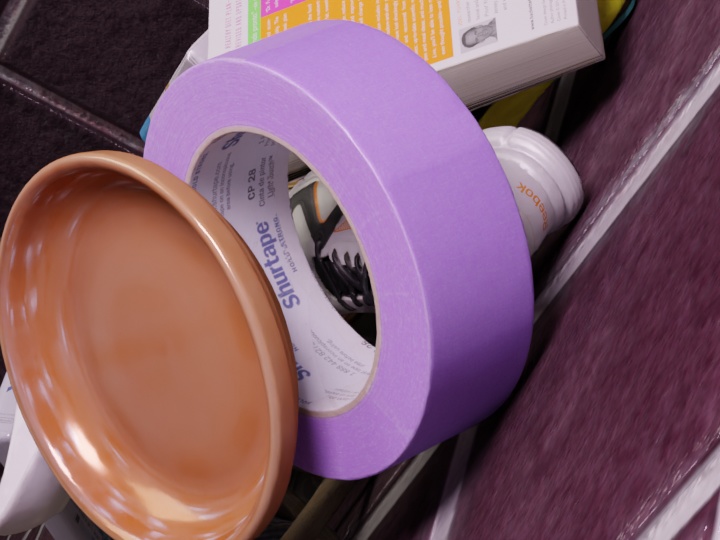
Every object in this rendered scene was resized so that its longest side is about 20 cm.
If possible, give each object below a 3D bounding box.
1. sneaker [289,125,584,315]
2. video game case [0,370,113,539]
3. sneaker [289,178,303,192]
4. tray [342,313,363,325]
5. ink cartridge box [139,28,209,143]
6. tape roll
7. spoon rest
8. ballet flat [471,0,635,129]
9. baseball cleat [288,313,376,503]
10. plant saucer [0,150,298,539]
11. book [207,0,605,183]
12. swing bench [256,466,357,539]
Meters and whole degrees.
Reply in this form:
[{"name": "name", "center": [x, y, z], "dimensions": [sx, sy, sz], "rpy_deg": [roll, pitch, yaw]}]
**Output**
[{"name": "sneaker", "center": [0.011, -0.012, 1.361], "dimensions": [0.200, 0.074, 0.080], "rpy_deg": [-20, 24, 45]}, {"name": "video game case", "center": [-0.149, 0.075, 1.676], "dimensions": [0.200, 0.022, 0.182], "rpy_deg": [64, -144, -50]}, {"name": "sneaker", "center": [-0.017, -0.056, 1.524], "dimensions": [0.200, 0.076, 0.088], "rpy_deg": [-48, -26, 16]}, {"name": "tray", "center": [0.000, 0.000, 1.539], "dimensions": [0.200, 0.037, 0.099], "rpy_deg": [-42, -3, -30]}, {"name": "ink cartridge box", "center": [-0.022, -0.104, 1.710], "dimensions": [0.147, 0.146, 0.200], "rpy_deg": [-46, 1, -16]}, {"name": "tape roll", "center": [-0.013, -0.009, 1.286], "dimensions": [0.066, 0.200, 0.200], "rpy_deg": [-25, -16, -34]}, {"name": "spoon rest", "center": [-0.161, 0.065, 1.532], "dimensions": [0.099, 0.061, 0.200], "rpy_deg": [-57, 6, 37]}, {"name": "ballet flat", "center": [0.058, -0.095, 1.448], "dimensions": [0.200, 0.067, 0.067], "rpy_deg": [-50, 38, -2]}, {"name": "baseball cleat", "center": [-0.047, 0.071, 1.625], "dimensions": [0.106, 0.070, 0.200], "rpy_deg": [-10, 48, 47]}, {"name": "plant saucer", "center": [-0.095, 0.039, 1.319], "dimensions": [0.037, 0.200, 0.200], "rpy_deg": [-22, -22, -40]}, {"name": "book", "center": [0.018, -0.133, 1.423], "dimensions": [0.200, 0.048, 0.134], "rpy_deg": [-19, 53, 22]}, {"name": "swing bench", "center": [-0.104, 0.193, 1.466], "dimensions": [0.199, 0.130, 0.200], "rpy_deg": [-55, 16, 38]}]
